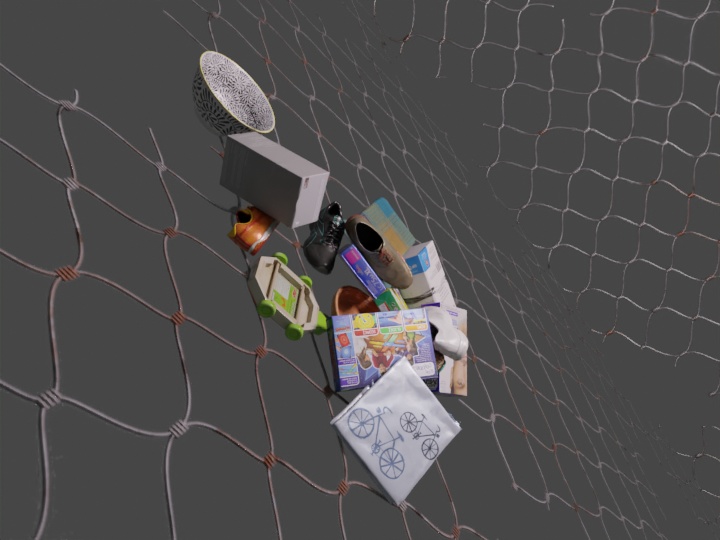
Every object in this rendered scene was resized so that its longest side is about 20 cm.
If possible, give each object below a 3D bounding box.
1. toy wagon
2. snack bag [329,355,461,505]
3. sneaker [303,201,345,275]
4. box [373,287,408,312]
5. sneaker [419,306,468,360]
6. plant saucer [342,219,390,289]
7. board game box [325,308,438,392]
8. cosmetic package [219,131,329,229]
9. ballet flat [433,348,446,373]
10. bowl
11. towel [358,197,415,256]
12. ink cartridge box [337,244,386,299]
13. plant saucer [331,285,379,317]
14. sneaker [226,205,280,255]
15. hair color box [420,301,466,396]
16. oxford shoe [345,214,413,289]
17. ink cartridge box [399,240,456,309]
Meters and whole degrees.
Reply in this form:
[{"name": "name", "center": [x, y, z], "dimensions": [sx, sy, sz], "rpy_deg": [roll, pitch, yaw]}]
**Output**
[{"name": "toy wagon", "center": [-0.123, 0.062, 1.210], "dimensions": [0.200, 0.039, 0.156], "rpy_deg": [44, 27, -24]}, {"name": "snack bag", "center": [0.067, 0.277, 1.172], "dimensions": [0.200, 0.021, 0.189], "rpy_deg": [-41, 95, -29]}, {"name": "sneaker", "center": [-0.074, -0.075, 1.412], "dimensions": [0.075, 0.079, 0.201], "rpy_deg": [29, 34, -26]}, {"name": "box", "center": [0.086, 0.099, 1.480], "dimensions": [0.118, 0.048, 0.200], "rpy_deg": [60, 9, 7]}, {"name": "sneaker", "center": [0.144, 0.114, 1.359], "dimensions": [0.088, 0.076, 0.200], "rpy_deg": [21, 8, -23]}, {"name": "plant saucer", "center": [0.021, -0.046, 1.529], "dimensions": [0.201, 0.036, 0.200], "rpy_deg": [53, 4, -6]}, {"name": "board game box", "center": [0.041, 0.146, 1.224], "dimensions": [0.198, 0.034, 0.137], "rpy_deg": [-3, 77, -23]}, {"name": "cosmetic package", "center": [-0.164, -0.172, 1.233], "dimensions": [0.199, 0.108, 0.090], "rpy_deg": [32, 31, 22]}, {"name": "ballet flat", "center": [0.117, 0.181, 1.380], "dimensions": [0.065, 0.070, 0.200], "rpy_deg": [49, -15, -6]}, {"name": "bowl", "center": [-0.280, -0.339, 1.355], "dimensions": [0.201, 0.094, 0.202], "rpy_deg": [42, 27, -27]}, {"name": "towel", "center": [0.063, -0.097, 1.587], "dimensions": [0.147, 0.022, 0.200], "rpy_deg": [53, 26, -5]}, {"name": "ink cartridge box", "center": [0.000, 0.000, 1.409], "dimensions": [0.120, 0.042, 0.200], "rpy_deg": [53, 0, -5]}, {"name": "plant saucer", "center": [0.005, 0.126, 1.363], "dimensions": [0.200, 0.037, 0.201], "rpy_deg": [41, 29, -29]}, {"name": "sneaker", "center": [-0.191, -0.102, 1.255], "dimensions": [0.077, 0.073, 0.200], "rpy_deg": [40, 24, -8]}, {"name": "hair color box", "center": [0.189, 0.181, 1.496], "dimensions": [0.109, 0.064, 0.202], "rpy_deg": [17, 71, -45]}, {"name": "oxford shoe", "center": [0.042, -0.031, 1.397], "dimensions": [0.200, 0.070, 0.075], "rpy_deg": [45, 1, -13]}, {"name": "ink cartridge box", "center": [0.161, 0.045, 1.632], "dimensions": [0.202, 0.084, 0.146], "rpy_deg": [70, 23, -9]}]
